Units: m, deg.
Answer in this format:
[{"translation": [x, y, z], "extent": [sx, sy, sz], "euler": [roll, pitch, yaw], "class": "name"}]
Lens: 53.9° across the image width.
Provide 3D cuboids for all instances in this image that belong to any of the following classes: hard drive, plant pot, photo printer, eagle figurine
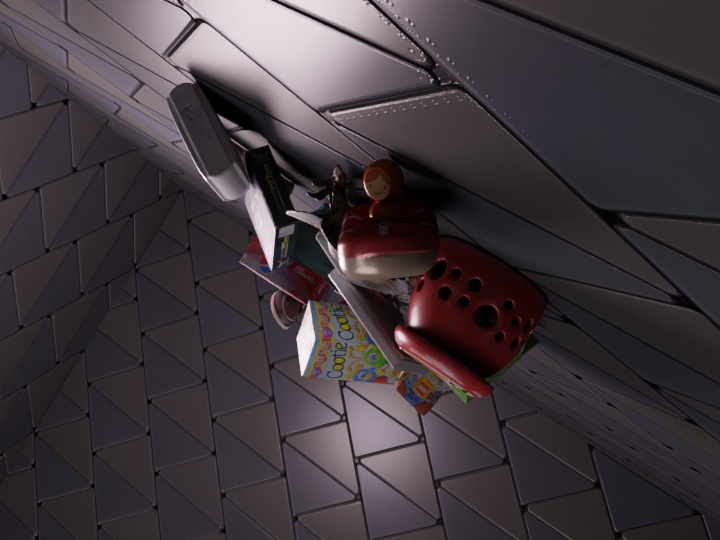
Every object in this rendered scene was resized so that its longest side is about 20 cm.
[{"translation": [0.035, 0.086, 1.198], "extent": [0.202, 0.027, 0.131], "euler": [54, -165, 27], "class": "hard drive"}, {"translation": [-0.068, -0.051, 1.491], "extent": [0.197, 0.136, 0.200], "euler": [32, 174, 4], "class": "plant pot"}, {"translation": [0.159, 0.077, 1.091], "extent": [0.198, 0.185, 0.200], "euler": [33, 176, 2], "class": "plant pot"}, {"translation": [-0.255, -0.213, 1.224], "extent": [0.170, 0.068, 0.200], "euler": [63, 177, 7], "class": "photo printer"}, {"translation": [-0.003, -0.051, 1.059], "extent": [0.149, 0.205, 0.150], "euler": [-12, 167, -44], "class": "eagle figurine"}]

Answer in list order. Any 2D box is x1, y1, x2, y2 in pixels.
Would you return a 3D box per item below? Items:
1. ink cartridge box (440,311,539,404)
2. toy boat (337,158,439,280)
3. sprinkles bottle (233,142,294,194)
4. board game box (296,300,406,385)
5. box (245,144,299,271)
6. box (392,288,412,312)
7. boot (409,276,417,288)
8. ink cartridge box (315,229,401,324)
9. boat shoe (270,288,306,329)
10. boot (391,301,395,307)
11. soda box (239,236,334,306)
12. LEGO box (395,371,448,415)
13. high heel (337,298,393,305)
[{"translation": [0.219, 0.127, 1.231], "extent": [0.104, 0.198, 0.060], "euler": [42, 150, 30], "class": "ink cartridge box"}, {"translation": [0.032, -0.072, 0.887], "extent": [0.126, 0.134, 0.201], "euler": [-5, -158, 5], "class": "toy boat"}, {"translation": [-0.231, -0.204, 1.448], "extent": [0.198, 0.069, 0.068], "euler": [35, 174, -14], "class": "sprinkles bottle"}, {"translation": [-0.014, 0.142, 1.373], "extent": [0.194, 0.107, 0.104], "euler": [8, -143, -19], "class": "board game box"}, {"translation": [-0.169, -0.111, 1.320], "extent": [0.201, 0.050, 0.161], "euler": [115, 135, -66], "class": "box"}, {"translation": [0.127, 0.051, 1.518], "extent": [0.159, 0.044, 0.198], "euler": [35, 163, -33], "class": "box"}, {"translation": [0.052, -0.044, 1.294], "extent": [0.173, 0.067, 0.200], "euler": [26, 168, 32], "class": "boot"}, {"translation": [0.000, 0.000, 1.227], "extent": [0.203, 0.049, 0.161], "euler": [59, -172, -9], "class": "ink cartridge box"}, {"translation": [-0.140, 0.061, 1.503], "extent": [0.073, 0.059, 0.201], "euler": [59, -167, -12], "class": "boat shoe"}, {"translation": [-0.001, 0.080, 1.630], "extent": [0.069, 0.132, 0.202], "euler": [28, -154, -42], "class": "boot"}, {"translation": [-0.149, 0.008, 1.436], "extent": [0.197, 0.064, 0.070], "euler": [29, 173, 28], "class": "soda box"}, {"translation": [0.150, 0.185, 1.415], "extent": [0.077, 0.150, 0.200], "euler": [41, -173, 2], "class": "LEGO box"}, {"translation": [0.009, 0.083, 1.426], "extent": [0.095, 0.202, 0.067], "euler": [36, 180, 24], "class": "high heel"}]
